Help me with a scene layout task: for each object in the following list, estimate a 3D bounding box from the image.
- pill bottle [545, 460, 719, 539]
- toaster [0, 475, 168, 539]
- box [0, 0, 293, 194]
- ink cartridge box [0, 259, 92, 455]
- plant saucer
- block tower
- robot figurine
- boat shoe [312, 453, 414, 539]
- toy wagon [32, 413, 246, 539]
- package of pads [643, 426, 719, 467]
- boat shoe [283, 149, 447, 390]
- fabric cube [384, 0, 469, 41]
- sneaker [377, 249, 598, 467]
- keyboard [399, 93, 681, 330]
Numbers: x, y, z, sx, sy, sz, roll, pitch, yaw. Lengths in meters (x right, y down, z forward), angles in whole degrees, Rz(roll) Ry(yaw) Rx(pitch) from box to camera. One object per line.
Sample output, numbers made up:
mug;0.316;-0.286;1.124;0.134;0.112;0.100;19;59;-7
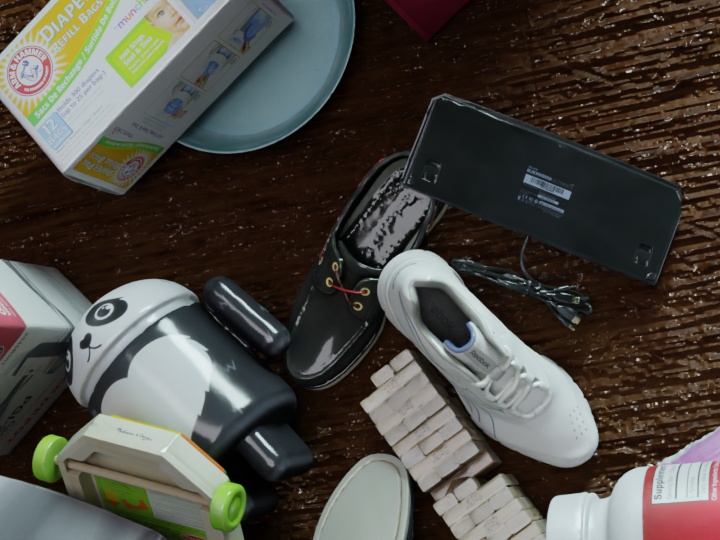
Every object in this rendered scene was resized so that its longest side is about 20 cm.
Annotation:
pill bottle;0.220;0.172;0.824;0.200;0.112;0.112;-8;81;21
toaster;-0.225;0.248;0.945;0.181;0.200;0.119;13;45;19
box;-0.169;-0.170;1.032;0.200;0.101;0.113;-45;74;7
ink cartridge box;-0.294;0.068;1.018;0.085;0.200;0.146;43;96;11
plant saucer;-0.096;-0.190;1.080;0.200;0.027;0.200;-2;82;16
block tower;0.078;0.153;0.975;0.054;0.058;0.200;-39;73;9
robot figurine;-0.130;0.096;1.004;0.150;0.125;0.200;-38;72;-28
boat shoe;0.005;0.235;0.981;0.075;0.062;0.200;2;75;32
toy wagon;-0.145;0.186;0.960;0.155;0.200;0.040;11;43;22
package of pads;0.286;0.187;0.898;0.120;0.076;0.200;-37;74;14
boat shoe;-0.002;-0.001;1.014;0.074;0.063;0.202;33;95;14
fabric cube;0.038;-0.319;0.967;0.199;0.200;0.196;-43;75;10
sneaker;0.089;0.070;0.951;0.200;0.087;0.075;41;93;-5
keyboard;0.124;-0.036;0.971;0.200;0.021;0.127;22;84;-1
